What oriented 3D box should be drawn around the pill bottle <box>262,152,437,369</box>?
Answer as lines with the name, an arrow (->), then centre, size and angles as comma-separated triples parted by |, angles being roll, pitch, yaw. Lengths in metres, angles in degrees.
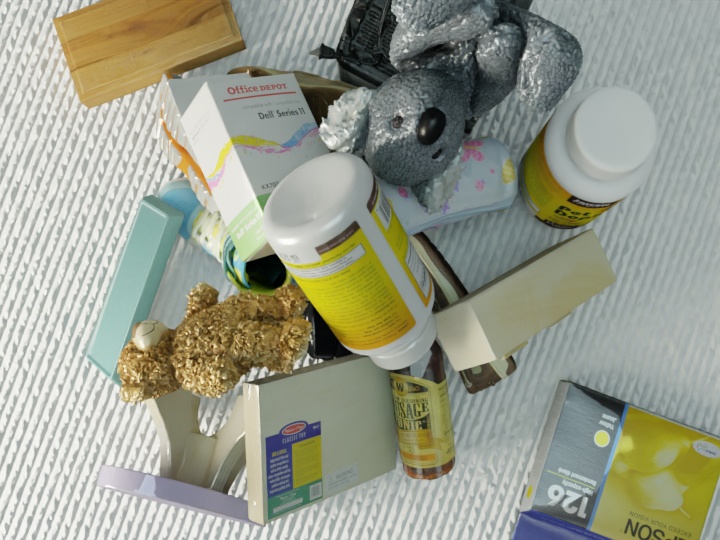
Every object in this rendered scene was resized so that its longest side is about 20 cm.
pill bottle -> 0.000, 0.000, 0.734 | 0.108, 0.110, 0.202 | -35, 128, -3

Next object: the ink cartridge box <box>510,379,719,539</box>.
ink cartridge box -> 0.287, 0.252, 0.892 | 0.193, 0.047, 0.205 | 19, 85, -1

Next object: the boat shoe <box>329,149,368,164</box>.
boat shoe -> -0.030, -0.087, 0.894 | 0.060, 0.072, 0.205 | 11, 74, 15

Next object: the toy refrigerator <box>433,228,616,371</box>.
toy refrigerator -> 0.175, 0.032, 0.840 | 0.197, 0.076, 0.071 | -26, 88, -32

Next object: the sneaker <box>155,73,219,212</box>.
sneaker -> -0.167, -0.143, 0.877 | 0.076, 0.079, 0.202 | -15, 57, -33

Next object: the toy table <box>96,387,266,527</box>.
toy table -> -0.163, 0.186, 0.824 | 0.180, 0.200, 0.120 | 0, 66, 31

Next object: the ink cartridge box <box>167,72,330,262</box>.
ink cartridge box -> -0.100, -0.124, 0.796 | 0.116, 0.067, 0.204 | -18, 79, -43

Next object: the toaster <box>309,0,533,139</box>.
toaster -> 0.071, -0.259, 0.874 | 0.196, 0.119, 0.184 | 26, 87, 0

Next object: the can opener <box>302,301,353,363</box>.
can opener -> -0.030, 0.114, 0.889 | 0.077, 0.063, 0.206 | -8, 98, -28

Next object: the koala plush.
koala plush -> 0.070, -0.165, 0.745 | 0.174, 0.184, 0.203 | 26, 104, -17

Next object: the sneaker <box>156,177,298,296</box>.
sneaker -> -0.143, -0.038, 0.853 | 0.197, 0.131, 0.081 | 29, 96, 0

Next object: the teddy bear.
teddy bear -> -0.136, 0.062, 0.746 | 0.194, 0.068, 0.147 | -3, 47, 15

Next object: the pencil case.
pencil case -> 0.075, -0.082, 0.848 | 0.196, 0.085, 0.091 | -20, 45, -29

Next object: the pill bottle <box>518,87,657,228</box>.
pill bottle -> 0.231, -0.114, 0.818 | 0.106, 0.200, 0.113 | 0, 82, 0

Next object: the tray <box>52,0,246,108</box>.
tray -> -0.240, -0.270, 0.913 | 0.195, 0.037, 0.101 | -21, 88, -2

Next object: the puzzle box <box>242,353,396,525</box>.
puzzle box -> -0.036, 0.162, 0.819 | 0.025, 0.197, 0.137 | 4, 97, 42

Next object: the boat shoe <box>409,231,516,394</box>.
boat shoe -> 0.088, 0.046, 0.886 | 0.074, 0.075, 0.204 | -36, 85, 10

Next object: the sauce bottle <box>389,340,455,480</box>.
sauce bottle -> 0.062, 0.121, 0.863 | 0.064, 0.066, 0.206 | -10, 101, -1

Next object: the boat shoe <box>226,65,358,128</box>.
boat shoe -> -0.067, -0.182, 0.880 | 0.196, 0.064, 0.073 | 20, 117, 29

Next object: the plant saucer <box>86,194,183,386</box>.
plant saucer -> -0.251, 0.021, 0.874 | 0.069, 0.019, 0.204 | 26, 98, 37
